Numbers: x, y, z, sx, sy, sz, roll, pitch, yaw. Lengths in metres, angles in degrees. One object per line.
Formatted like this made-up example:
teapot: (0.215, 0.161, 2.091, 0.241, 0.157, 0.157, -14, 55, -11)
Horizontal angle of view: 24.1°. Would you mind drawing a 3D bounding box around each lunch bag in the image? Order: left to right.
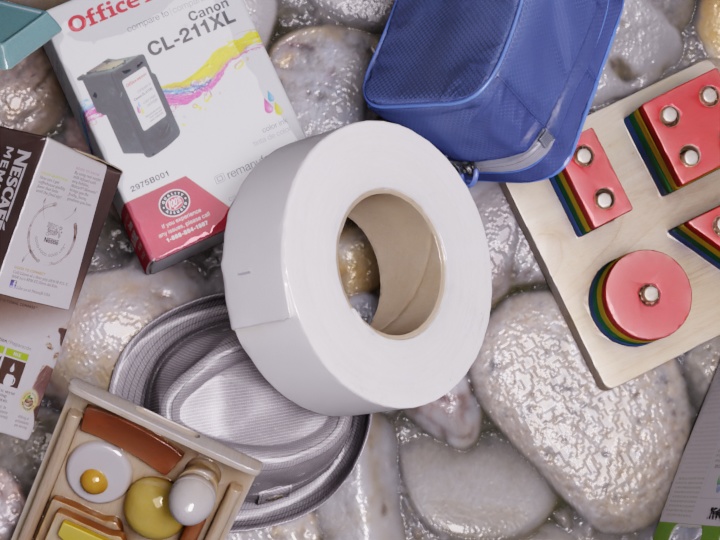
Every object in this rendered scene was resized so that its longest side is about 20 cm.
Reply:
lunch bag: (0.104, -0.156, 1.248, 0.132, 0.135, 0.201, 35, 71, -41)

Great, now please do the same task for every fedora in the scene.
fedora: (-0.084, 0.100, 1.224, 0.198, 0.090, 0.179, -2, 83, -9)

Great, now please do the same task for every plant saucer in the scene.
plant saucer: (-0.314, -0.184, 1.204, 0.198, 0.019, 0.070, 14, 38, 21)

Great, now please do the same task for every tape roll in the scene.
tape roll: (0.000, 0.000, 1.182, 0.201, 0.070, 0.204, 9, 76, -42)

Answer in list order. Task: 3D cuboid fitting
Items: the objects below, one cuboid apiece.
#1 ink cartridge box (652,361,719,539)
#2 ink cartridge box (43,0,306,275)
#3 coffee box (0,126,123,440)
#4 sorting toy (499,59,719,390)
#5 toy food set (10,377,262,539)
ink cartridge box: (0.295, 0.147, 1.247, 0.075, 0.148, 0.201, 25, 80, -6)
ink cartridge box: (-0.134, -0.120, 1.250, 0.145, 0.083, 0.201, -25, 87, -10)
coffee box: (-0.259, 0.003, 1.182, 0.112, 0.080, 0.202, 15, 84, 39)
sorting toy: (0.237, -0.040, 1.303, 0.199, 0.070, 0.200, -25, 87, -11)
toy food set: (-0.168, 0.182, 1.175, 0.143, 0.061, 0.201, 24, 115, -4)
